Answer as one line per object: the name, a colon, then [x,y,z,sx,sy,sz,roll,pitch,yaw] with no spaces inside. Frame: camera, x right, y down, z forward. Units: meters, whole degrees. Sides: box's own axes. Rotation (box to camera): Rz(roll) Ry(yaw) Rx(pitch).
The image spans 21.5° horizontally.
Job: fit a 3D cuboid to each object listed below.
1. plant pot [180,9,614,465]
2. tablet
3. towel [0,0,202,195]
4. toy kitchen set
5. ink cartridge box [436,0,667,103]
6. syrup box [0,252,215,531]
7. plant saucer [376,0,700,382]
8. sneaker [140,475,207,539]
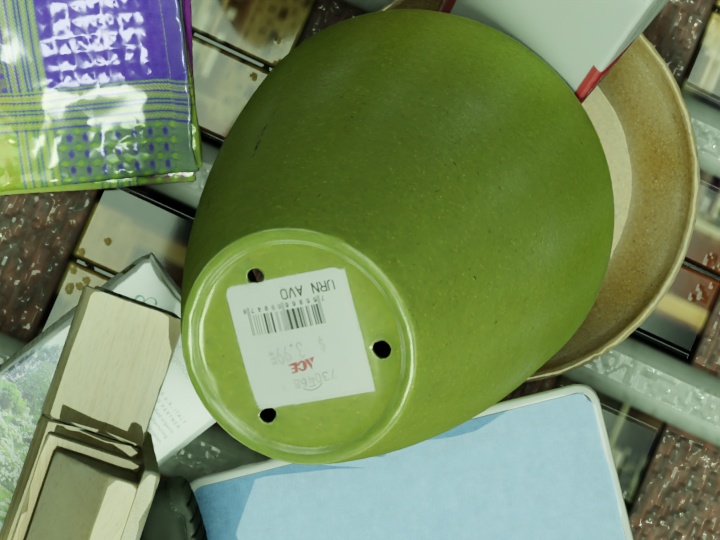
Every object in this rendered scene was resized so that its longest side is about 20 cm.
plant pot: [0.000,0.000,0.791,0.186,0.200,0.189,5,108,15]
tablet: [0.027,0.137,0.873,0.198,0.014,0.131,-14,86,2]
towel: [-0.149,-0.129,0.874,0.142,0.023,0.202,-4,112,-3]
toy kitchen set: [-0.179,0.088,0.751,0.179,0.163,0.201,19,88,-8]
ink cartridge box: [0.134,-0.181,0.867,0.084,0.144,0.200,40,69,4]
syrup box: [-0.152,0.083,0.878,0.200,0.081,0.079,-38,96,-8]
plant saucer: [0.067,-0.046,0.935,0.198,0.035,0.202,0,88,-7]
sneaker: [-0.104,0.192,0.836,0.088,0.074,0.202,0,93,-2]
